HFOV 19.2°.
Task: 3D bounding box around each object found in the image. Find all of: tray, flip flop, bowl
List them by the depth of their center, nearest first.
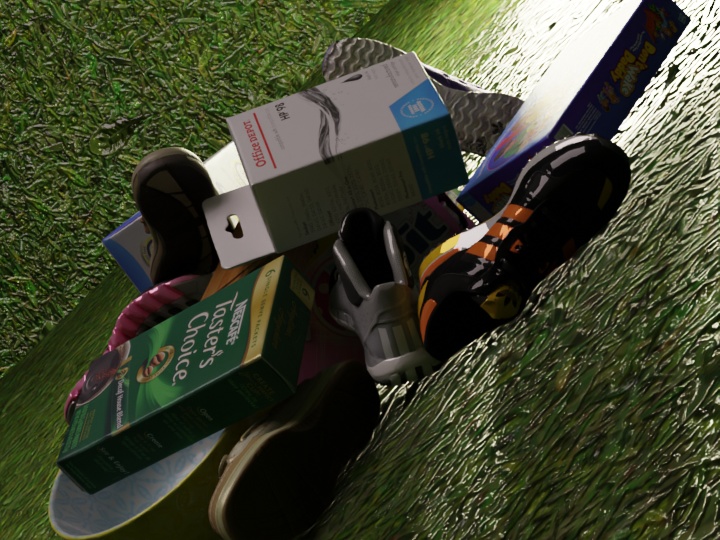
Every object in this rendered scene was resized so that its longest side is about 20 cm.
[{"bbox_3d":[-0.128,0.158,1.621,0.200,0.108,0.200,-32,28,19],"label":"bowl"},{"bbox_3d":[-0.066,-0.038,1.714,0.099,0.037,0.200,-37,19,35],"label":"tray"},{"bbox_3d":[-0.151,-0.048,1.749,0.081,0.058,0.200,-25,-30,-7],"label":"flip flop"}]

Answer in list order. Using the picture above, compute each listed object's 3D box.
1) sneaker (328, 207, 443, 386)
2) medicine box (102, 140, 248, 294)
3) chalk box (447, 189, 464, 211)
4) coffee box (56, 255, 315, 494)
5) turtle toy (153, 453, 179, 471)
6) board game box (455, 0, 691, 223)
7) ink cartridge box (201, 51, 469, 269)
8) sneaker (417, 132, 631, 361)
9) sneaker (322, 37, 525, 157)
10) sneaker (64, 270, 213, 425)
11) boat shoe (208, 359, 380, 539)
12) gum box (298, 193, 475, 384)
[{"bbox_3d":[0.010,-0.004,1.592,0.075,0.116,0.200,-20,24,-7],"label":"sneaker"},{"bbox_3d":[-0.118,-0.004,1.940,0.103,0.182,0.200,-35,6,17],"label":"medicine box"},{"bbox_3d":[0.007,-0.048,1.868,0.124,0.124,0.200,-45,10,17],"label":"chalk box"},{"bbox_3d":[-0.127,0.077,1.571,0.200,0.044,0.123,-27,29,27],"label":"coffee box"},{"bbox_3d":[-0.155,0.172,1.749,0.146,0.101,0.200,-36,15,49],"label":"turtle toy"},{"bbox_3d":[0.172,-0.130,1.719,0.200,0.045,0.134,-54,12,-34],"label":"board game box"},{"bbox_3d":[-0.030,-0.085,1.632,0.199,0.067,0.116,-20,33,-3],"label":"ink cartridge box"},{"bbox_3d":[0.113,-0.008,1.461,0.200,0.070,0.090,-41,26,35],"label":"sneaker"},{"bbox_3d":[0.056,-0.145,1.876,0.100,0.200,0.070,-149,81,-83],"label":"sneaker"},{"bbox_3d":[-0.177,0.062,1.818,0.200,0.079,0.095,-46,7,28],"label":"sneaker"},{"bbox_3d":[-0.056,0.134,1.523,0.063,0.073,0.201,-16,24,37],"label":"boat shoe"},{"bbox_3d":[0.000,0.000,1.736,0.200,0.113,0.066,-44,10,17],"label":"gum box"}]
